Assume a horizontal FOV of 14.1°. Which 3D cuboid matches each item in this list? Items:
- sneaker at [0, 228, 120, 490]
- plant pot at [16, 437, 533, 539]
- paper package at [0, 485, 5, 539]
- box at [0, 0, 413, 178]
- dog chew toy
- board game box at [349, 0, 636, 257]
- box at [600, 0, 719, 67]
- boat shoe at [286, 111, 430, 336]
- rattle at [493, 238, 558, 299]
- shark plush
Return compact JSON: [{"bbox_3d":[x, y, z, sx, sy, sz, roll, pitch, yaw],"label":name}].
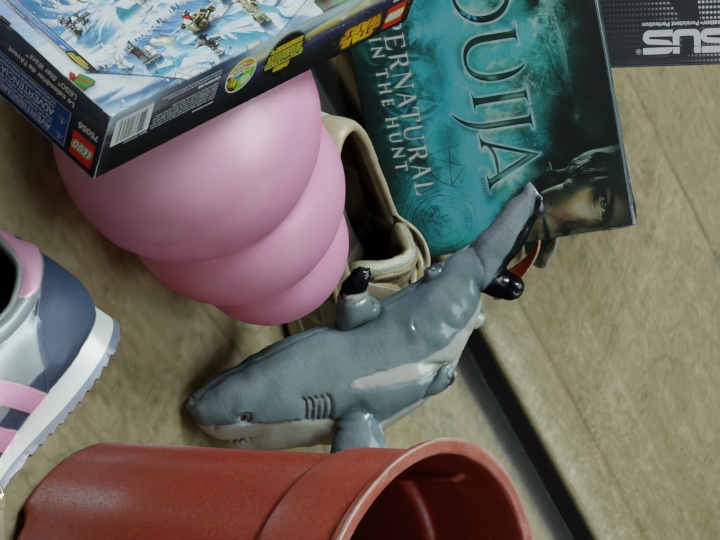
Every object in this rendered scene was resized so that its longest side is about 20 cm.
[{"bbox_3d":[-0.187,0.068,1.247,0.082,0.070,0.200,50,53,-22],"label":"sneaker"},{"bbox_3d":[-0.050,0.165,1.339,0.200,0.194,0.202,-14,107,-55],"label":"plant pot"},{"bbox_3d":[-0.235,0.181,1.093,0.200,0.103,0.192,-22,123,-45],"label":"paper package"},{"bbox_3d":[-0.087,-0.128,1.260,0.200,0.137,0.040,-29,152,-40],"label":"box"},{"bbox_3d":[-0.063,-0.042,1.359,0.125,0.124,0.200,-69,152,-21],"label":"dog chew toy"},{"bbox_3d":[0.065,-0.106,1.527,0.028,0.134,0.201,-83,162,-62],"label":"board game box"},{"bbox_3d":[0.121,-0.189,1.541,0.044,0.199,0.161,-72,160,-75],"label":"box"},{"bbox_3d":[0.000,0.000,1.505,0.072,0.065,0.201,-54,137,-37],"label":"boat shoe"},{"bbox_3d":[0.136,-0.087,1.639,0.130,0.142,0.201,-7,94,-81],"label":"rattle"},{"bbox_3d":[0.013,0.033,1.442,0.083,0.199,0.091,46,22,-34],"label":"shark plush"}]
